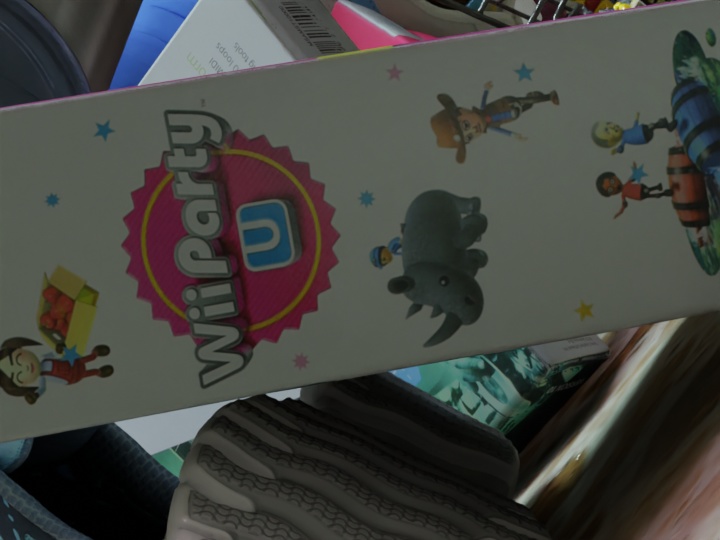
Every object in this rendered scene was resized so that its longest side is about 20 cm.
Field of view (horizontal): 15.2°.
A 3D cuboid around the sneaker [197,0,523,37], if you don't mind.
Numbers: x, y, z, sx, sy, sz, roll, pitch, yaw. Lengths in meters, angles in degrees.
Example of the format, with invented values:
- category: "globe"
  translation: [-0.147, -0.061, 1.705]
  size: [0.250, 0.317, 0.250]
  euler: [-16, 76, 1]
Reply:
- category: "sneaker"
  translation: [0.028, -0.065, 0.936]
  size: [0.081, 0.200, 0.077]
  euler: [-29, 46, 21]

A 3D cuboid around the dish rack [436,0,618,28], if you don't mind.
- category: "dish rack"
  translation: [0.028, -0.118, 0.800]
  size: [0.055, 0.200, 0.154]
  euler: [-57, 32, 20]

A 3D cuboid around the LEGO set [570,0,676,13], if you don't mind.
- category: "LEGO set"
  translation: [0.060, -0.102, 0.659]
  size: [0.116, 0.200, 0.154]
  euler: [-53, 23, -24]

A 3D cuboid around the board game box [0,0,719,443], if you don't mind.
- category: "board game box"
  translation: [-0.027, -0.007, 0.561]
  size: [0.199, 0.065, 0.148]
  euler: [-11, 1, -12]

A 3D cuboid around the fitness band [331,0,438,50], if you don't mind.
- category: "fitness band"
  translation: [0.000, 0.000, 0.817]
  size: [0.144, 0.037, 0.200]
  euler: [-68, 25, 13]

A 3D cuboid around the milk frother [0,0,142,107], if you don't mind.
- category: "milk frother"
  translation: [-0.148, -0.079, 0.905]
  size: [0.188, 0.180, 0.200]
  euler: [-75, -14, -48]

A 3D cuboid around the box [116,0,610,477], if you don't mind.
- category: "box"
  translation: [-0.040, 0.037, 0.745]
  size: [0.036, 0.144, 0.200]
  euler: [-10, -35, -52]

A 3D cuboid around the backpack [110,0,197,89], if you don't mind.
- category: "backpack"
  translation: [-0.048, -0.013, 1.055]
  size: [0.168, 0.200, 0.163]
  euler: [-52, 2, -43]

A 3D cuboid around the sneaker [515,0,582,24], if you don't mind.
- category: "sneaker"
  translation: [0.082, -0.067, 1.099]
  size: [0.075, 0.090, 0.200]
  euler: [-50, -24, 16]

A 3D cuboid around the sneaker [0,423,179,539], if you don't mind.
- category: "sneaker"
  translation: [-0.100, 0.058, 0.708]
  size: [0.079, 0.199, 0.096]
  euler: [-48, -29, -64]

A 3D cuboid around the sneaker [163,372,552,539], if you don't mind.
- category: "sneaker"
  translation: [-0.005, 0.074, 0.571]
  size: [0.082, 0.075, 0.200]
  euler: [-65, -7, 7]
